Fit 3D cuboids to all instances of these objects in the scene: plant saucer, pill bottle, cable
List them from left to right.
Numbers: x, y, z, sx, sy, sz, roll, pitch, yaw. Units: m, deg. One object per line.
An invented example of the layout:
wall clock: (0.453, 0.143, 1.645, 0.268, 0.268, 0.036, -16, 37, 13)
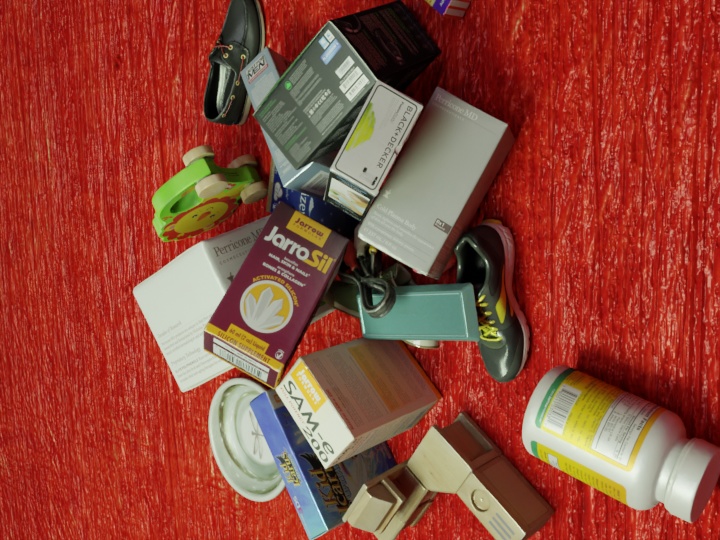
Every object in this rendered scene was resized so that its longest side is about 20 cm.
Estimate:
plant saucer: (-0.169, 0.271, 1.410, 0.197, 0.050, 0.205, 9, 104, 40)
cable: (0.000, 0.000, 1.140, 0.096, 0.201, 0.051, -32, 115, 18)
plant saucer: (0.066, 0.055, 1.091, 0.198, 0.019, 0.072, -4, 97, 46)
pill bottle: (0.289, 0.193, 0.957, 0.198, 0.112, 0.115, 23, 112, 36)

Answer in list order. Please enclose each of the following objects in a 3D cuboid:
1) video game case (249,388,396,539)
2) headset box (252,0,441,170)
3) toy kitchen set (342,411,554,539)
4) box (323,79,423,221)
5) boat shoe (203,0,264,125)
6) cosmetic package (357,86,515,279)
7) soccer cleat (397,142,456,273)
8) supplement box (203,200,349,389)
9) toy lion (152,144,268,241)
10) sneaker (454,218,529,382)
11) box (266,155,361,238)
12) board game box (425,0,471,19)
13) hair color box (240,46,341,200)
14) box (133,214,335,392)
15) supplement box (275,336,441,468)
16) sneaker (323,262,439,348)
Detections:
video game case: (-0.042, 0.246, 1.208, 0.045, 0.179, 0.203, -36, 74, 37)
headset box: (-0.011, -0.240, 1.094, 0.093, 0.200, 0.174, 50, 128, 1)
toy kitchen set: (0.099, 0.331, 1.113, 0.181, 0.162, 0.202, 45, 124, 25)
box: (0.011, -0.135, 1.019, 0.059, 0.200, 0.118, 29, 85, -2)
boat shoe: (-0.196, -0.325, 1.325, 0.073, 0.062, 0.206, 28, 113, 37)
cosmetic package: (0.094, -0.103, 1.041, 0.105, 0.090, 0.203, 28, 96, 17)
soccer cleat: (0.069, -0.091, 1.123, 0.066, 0.076, 0.204, -25, 81, 40)
supplement box: (-0.107, 0.031, 1.103, 0.109, 0.203, 0.086, 27, 156, 1)
toy lion: (-0.249, -0.106, 1.326, 0.190, 0.199, 0.070, -32, 78, 20)
sneaker: (0.152, 0.042, 1.068, 0.073, 0.084, 0.205, -9, 92, 41)
box: (-0.057, -0.123, 1.258, 0.197, 0.032, 0.124, 20, 110, 36)
board game box: (0.086, -0.435, 1.069, 0.200, 0.046, 0.153, 47, 124, 25)
hair color box: (-0.087, -0.202, 1.195, 0.060, 0.098, 0.203, -35, 63, 26)
box: (-0.182, 0.041, 1.266, 0.198, 0.198, 0.174, -28, 89, 41)
supplement box: (0.001, 0.164, 1.145, 0.127, 0.198, 0.074, 53, 126, 20)
sneaker: (0.037, 0.030, 1.184, 0.198, 0.066, 0.092, 23, 106, 34)
